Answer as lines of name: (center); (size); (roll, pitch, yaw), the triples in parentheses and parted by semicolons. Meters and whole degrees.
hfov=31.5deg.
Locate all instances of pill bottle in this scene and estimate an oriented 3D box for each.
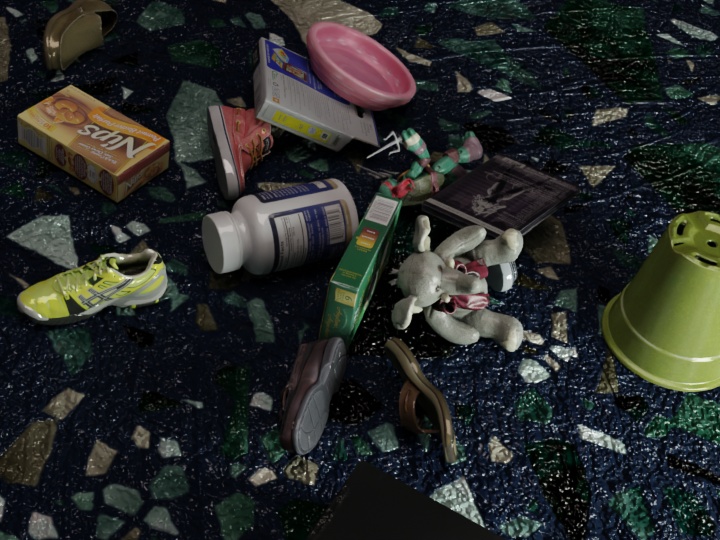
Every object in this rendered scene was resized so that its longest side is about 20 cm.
pill bottle: (-0.112, -0.056, 1.759); (0.199, 0.111, 0.111); (-13, 48, -24)

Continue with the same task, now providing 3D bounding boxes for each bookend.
bookend: (0.032, 0.342, 1.383); (0.199, 0.092, 0.199); (26, 46, 14)

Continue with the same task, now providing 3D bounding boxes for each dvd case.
dvd case: (0.206, -0.105, 1.855); (0.148, 0.016, 0.200); (27, 41, 31)

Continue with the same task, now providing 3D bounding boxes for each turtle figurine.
turtle figurine: (0.082, -0.142, 1.884); (0.199, 0.150, 0.101); (-16, 74, -32)

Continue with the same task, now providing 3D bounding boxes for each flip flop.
flip flop: (0.068, 0.166, 1.595); (0.057, 0.081, 0.200); (-24, 50, -10)

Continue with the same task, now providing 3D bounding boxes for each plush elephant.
plush elephant: (0.114, 0.015, 1.689); (0.199, 0.166, 0.155); (7, 0, 18)

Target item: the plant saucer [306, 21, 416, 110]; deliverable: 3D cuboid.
plant saucer: (-0.005, -0.326, 2.072); (0.200, 0.051, 0.201); (25, 31, -16)

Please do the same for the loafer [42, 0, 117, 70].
loafer: (-0.453, -0.388, 2.063); (0.067, 0.076, 0.200); (11, 43, 9)

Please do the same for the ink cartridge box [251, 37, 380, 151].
ink cartridge box: (-0.074, -0.268, 2.010); (0.199, 0.047, 0.198); (24, 31, -23)

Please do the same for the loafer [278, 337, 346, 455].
loafer: (-0.071, 0.156, 1.587); (0.063, 0.072, 0.200); (1, 34, 18)

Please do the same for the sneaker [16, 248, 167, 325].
sneaker: (-0.350, 0.013, 1.662); (0.199, 0.077, 0.076); (-16, 51, -24)

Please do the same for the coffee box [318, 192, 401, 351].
coffee box: (0.000, 0.000, 1.716); (0.044, 0.123, 0.200); (19, 45, 7)

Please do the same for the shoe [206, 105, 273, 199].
shoe: (-0.173, -0.182, 1.908); (0.091, 0.072, 0.201); (-5, 42, -12)

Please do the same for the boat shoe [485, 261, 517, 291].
boat shoe: (0.208, -0.052, 1.850); (0.090, 0.071, 0.201); (-8, 44, -13)

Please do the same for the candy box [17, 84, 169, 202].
candy box: (-0.394, -0.190, 1.881); (0.199, 0.055, 0.115); (31, 46, 19)

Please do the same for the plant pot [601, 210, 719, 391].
plant pot: (0.448, 0.027, 1.732); (0.199, 0.191, 0.201); (5, 43, -5)
